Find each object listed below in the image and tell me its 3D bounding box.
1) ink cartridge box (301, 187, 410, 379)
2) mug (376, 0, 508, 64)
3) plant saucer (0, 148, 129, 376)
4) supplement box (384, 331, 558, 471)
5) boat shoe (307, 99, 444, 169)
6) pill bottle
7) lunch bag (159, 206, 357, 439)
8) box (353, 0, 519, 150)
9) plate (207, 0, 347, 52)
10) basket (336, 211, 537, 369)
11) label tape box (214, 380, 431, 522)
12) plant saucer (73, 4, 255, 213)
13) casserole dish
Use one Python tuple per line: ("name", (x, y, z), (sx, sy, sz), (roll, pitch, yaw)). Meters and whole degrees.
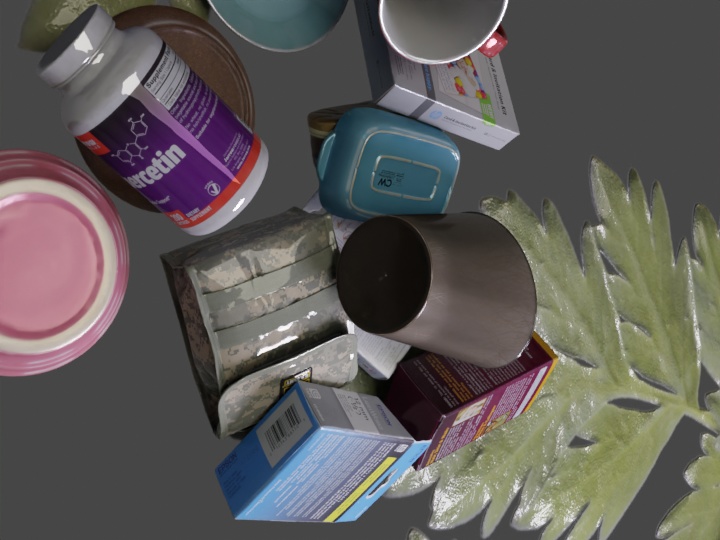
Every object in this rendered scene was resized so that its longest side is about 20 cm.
("ink cartridge box", (0.000, 0.000, 1.022), (0.200, 0.057, 0.163), (41, 69, -11))
("mug", (0.069, -0.314, 0.934), (0.131, 0.202, 0.179), (-18, 137, 4))
("plant saucer", (-0.294, -0.005, 0.781), (0.198, 0.050, 0.204), (-5, 98, -36))
("supplement box", (0.130, 0.143, 1.068), (0.198, 0.086, 0.111), (-19, 144, -34))
("boat shoe", (0.019, -0.154, 1.001), (0.198, 0.073, 0.066), (-12, 121, -37))
("pill bottle", (-0.181, -0.131, 0.776), (0.200, 0.112, 0.113), (43, 69, -31))
("lunch bag", (-0.094, 0.058, 0.895), (0.162, 0.117, 0.203), (-21, 108, -24))
("box", (0.089, -0.236, 1.015), (0.198, 0.041, 0.158), (14, 56, -38))
("plate", (-0.093, -0.330, 0.920), (0.198, 0.025, 0.204), (-5, 98, -38))
("basket", (0.076, 0.011, 0.907), (0.199, 0.135, 0.183), (10, 56, -54))
("label tape box", (-0.035, 0.199, 0.942), (0.144, 0.066, 0.199), (-48, 144, 18))
("plant saucer", (-0.182, -0.157, 0.863), (0.198, 0.034, 0.204), (-5, 98, -37))
("casserole dish", (0.040, -0.105, 0.965), (0.198, 0.039, 0.123), (7, 105, -41))
